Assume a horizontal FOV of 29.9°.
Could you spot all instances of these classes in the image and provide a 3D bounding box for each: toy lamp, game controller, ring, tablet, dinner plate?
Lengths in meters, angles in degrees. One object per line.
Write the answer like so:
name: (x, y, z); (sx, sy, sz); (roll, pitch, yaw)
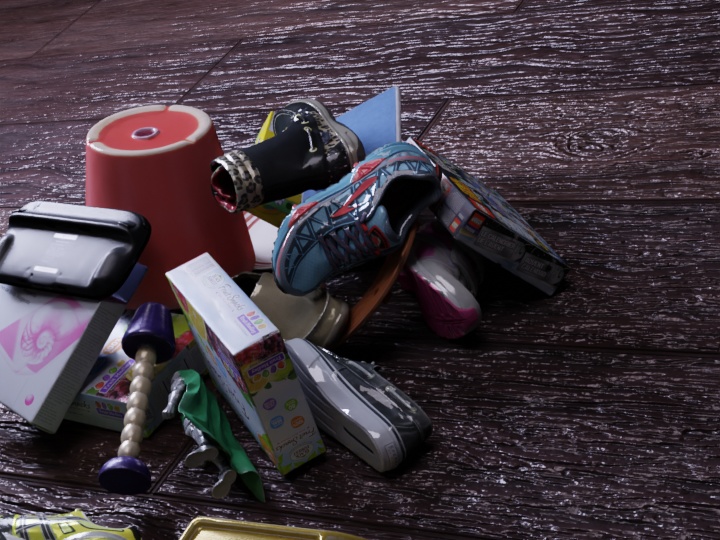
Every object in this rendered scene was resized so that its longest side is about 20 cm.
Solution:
toy lamp: (-0.216, 0.120, 1.330); (0.058, 0.058, 0.201); (-11, 51, 15)
game controller: (-0.314, -0.023, 1.441); (0.199, 0.042, 0.105); (7, 67, 34)
ring: (0.000, 0.000, 1.412); (0.200, 0.019, 0.201); (-47, 25, 29)
tablet: (-0.009, -0.131, 1.516); (0.129, 0.014, 0.201); (-27, 31, 18)
dinner plate: (-0.076, -0.053, 1.627); (0.199, 0.024, 0.201); (-14, 31, 9)

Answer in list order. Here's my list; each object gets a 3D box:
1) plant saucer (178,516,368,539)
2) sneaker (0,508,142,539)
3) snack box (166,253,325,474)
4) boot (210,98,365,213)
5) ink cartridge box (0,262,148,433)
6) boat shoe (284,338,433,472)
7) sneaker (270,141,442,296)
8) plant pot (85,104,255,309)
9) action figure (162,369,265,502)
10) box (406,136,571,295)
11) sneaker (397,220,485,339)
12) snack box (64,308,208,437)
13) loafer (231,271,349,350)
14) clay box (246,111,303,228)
plant saucer: (-0.107, 0.274, 1.106); (0.199, 0.049, 0.200); (-1, 36, 31)
sneaker: (-0.285, 0.256, 1.230); (0.199, 0.076, 0.076); (10, 33, 25)
snack box: (-0.112, 0.085, 1.298); (0.053, 0.143, 0.200); (-28, 31, -13)
boot: (-0.097, -0.126, 1.459); (0.153, 0.074, 0.203); (-16, 27, -20)
ink cartridge box: (-0.345, 0.049, 1.452); (0.196, 0.043, 0.201); (21, 80, 41)
boat shoe: (-0.003, 0.121, 1.280); (0.071, 0.073, 0.200); (-24, 40, -24)
sneaker: (-0.003, -0.046, 1.325); (0.200, 0.079, 0.095); (-43, 33, -4)
plant pot: (-0.226, -0.079, 1.523); (0.199, 0.179, 0.201); (-4, 29, 2)
action figure: (-0.154, 0.146, 1.303); (0.055, 0.118, 0.200); (-35, 23, -1)
box: (0.123, -0.060, 1.412); (0.040, 0.136, 0.200); (-55, 30, 12)
sneaker: (0.089, -0.004, 1.394); (0.088, 0.082, 0.200); (-25, 32, -5)
snack box: (-0.266, 0.103, 1.465); (0.199, 0.053, 0.142); (6, 39, 38)
loafer: (-0.084, 0.044, 1.402); (0.199, 0.068, 0.076); (6, 66, 57)
clay box: (-0.076, -0.100, 1.567); (0.048, 0.114, 0.201); (-56, 13, 31)
